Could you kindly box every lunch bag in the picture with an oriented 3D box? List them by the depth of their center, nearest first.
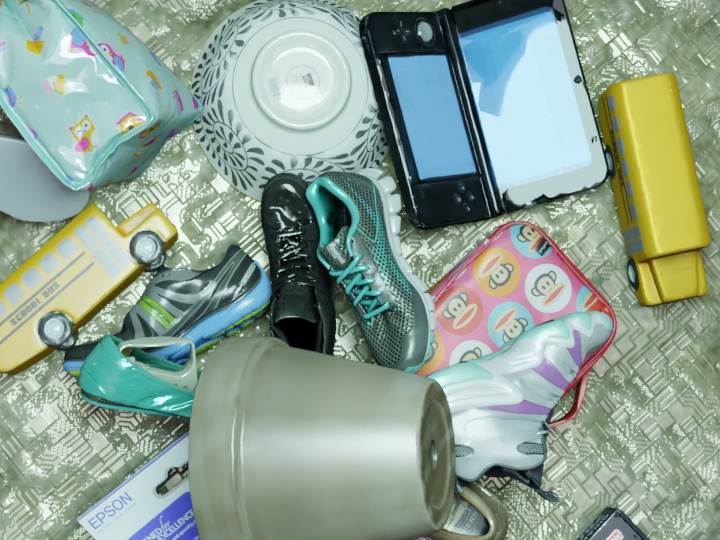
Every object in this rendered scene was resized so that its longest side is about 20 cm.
[{"bbox_3d":[-0.253,-0.175,1.323,0.122,0.170,0.200,-43,90,11],"label":"lunch bag"},{"bbox_3d":[0.130,0.074,1.394,0.200,0.082,0.176,-44,94,-7],"label":"lunch bag"}]

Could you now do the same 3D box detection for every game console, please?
[{"bbox_3d":[0.112,-0.154,1.387,0.175,0.116,0.202,-10,84,-48],"label":"game console"}]

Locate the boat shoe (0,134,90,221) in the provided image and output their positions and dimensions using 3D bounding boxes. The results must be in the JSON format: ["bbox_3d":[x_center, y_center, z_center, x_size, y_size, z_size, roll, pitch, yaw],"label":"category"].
[{"bbox_3d":[-0.336,-0.092,1.365,0.197,0.066,0.073,6,106,-2],"label":"boat shoe"}]

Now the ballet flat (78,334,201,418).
[{"bbox_3d":[-0.141,0.097,1.314,0.198,0.067,0.071,16,107,-24],"label":"ballet flat"}]

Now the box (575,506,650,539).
[{"bbox_3d":[0.231,0.356,1.391,0.200,0.050,0.199,-44,91,-9],"label":"box"}]

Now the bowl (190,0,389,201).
[{"bbox_3d":[-0.056,-0.164,1.386,0.198,0.094,0.204,1,84,-6],"label":"bowl"}]

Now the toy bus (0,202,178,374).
[{"bbox_3d":[-0.256,0.010,1.364,0.200,0.065,0.078,-43,88,-8],"label":"toy bus"}]

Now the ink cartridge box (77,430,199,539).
[{"bbox_3d":[-0.109,0.233,1.313,0.200,0.044,0.198,42,50,15],"label":"ink cartridge box"}]

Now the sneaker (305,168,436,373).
[{"bbox_3d":[0.000,0.000,1.325,0.077,0.091,0.202,-34,62,32],"label":"sneaker"}]

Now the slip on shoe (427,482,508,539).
[{"bbox_3d":[0.034,0.182,1.311,0.199,0.061,0.077,30,89,12],"label":"slip on shoe"}]

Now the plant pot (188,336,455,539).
[{"bbox_3d":[-0.020,0.149,1.215,0.171,0.200,0.203,-3,84,17],"label":"plant pot"}]

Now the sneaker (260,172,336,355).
[{"bbox_3d":[-0.052,0.021,1.347,0.059,0.104,0.202,-9,104,6],"label":"sneaker"}]

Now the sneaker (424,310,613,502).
[{"bbox_3d":[0.148,0.126,1.300,0.198,0.078,0.141,-23,84,-16],"label":"sneaker"}]

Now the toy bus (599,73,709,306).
[{"bbox_3d":[0.274,-0.072,1.412,0.064,0.078,0.203,-11,86,-7],"label":"toy bus"}]

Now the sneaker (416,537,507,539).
[{"bbox_3d":[0.040,0.215,1.371,0.112,0.071,0.201,-39,92,-11],"label":"sneaker"}]

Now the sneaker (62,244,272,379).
[{"bbox_3d":[-0.176,0.042,1.373,0.198,0.071,0.083,-28,76,-10],"label":"sneaker"}]
